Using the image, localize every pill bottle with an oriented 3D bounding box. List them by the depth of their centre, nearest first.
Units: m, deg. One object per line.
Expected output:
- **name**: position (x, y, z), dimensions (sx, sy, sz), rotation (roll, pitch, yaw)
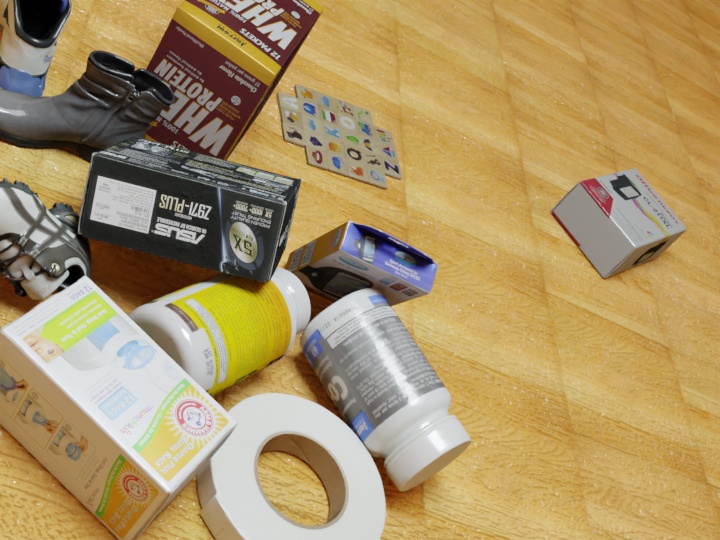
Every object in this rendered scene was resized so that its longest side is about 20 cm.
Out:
- **pill bottle**: position (-0.141, 0.061, 1.040), dimensions (0.109, 0.109, 0.199), rotation (50, 38, 12)
- **pill bottle**: position (0.028, 0.131, 1.112), dimensions (0.113, 0.114, 0.201), rotation (-12, 61, -46)

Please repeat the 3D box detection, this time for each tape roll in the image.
- **tape roll**: position (-0.067, 0.216, 1.010), dimensions (0.201, 0.037, 0.204), rotation (24, 40, -22)

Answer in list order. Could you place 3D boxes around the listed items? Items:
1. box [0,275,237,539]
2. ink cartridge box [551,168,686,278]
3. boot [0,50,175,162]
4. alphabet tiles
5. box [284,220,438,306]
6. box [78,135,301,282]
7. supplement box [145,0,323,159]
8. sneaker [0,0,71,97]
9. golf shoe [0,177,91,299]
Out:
- **box**: position (-0.228, 0.124, 0.908), dimensions (0.200, 0.101, 0.112), rotation (43, 38, 4)
- **ink cartridge box**: position (0.435, -0.084, 1.702), dimensions (0.199, 0.083, 0.146), rotation (-16, 63, -47)
- **boot**: position (-0.317, -0.194, 1.124), dimensions (0.198, 0.132, 0.070), rotation (12, 46, -32)
- **alphabet tiles**: position (-0.029, -0.196, 1.478), dimensions (0.198, 0.006, 0.168), rotation (16, 44, -30)
- **box**: position (0.000, 0.000, 1.157), dimensions (0.118, 0.200, 0.042), rotation (25, 72, -19)
- **box**: position (-0.172, -0.068, 1.066), dimensions (0.198, 0.087, 0.164), rotation (14, 14, -2)
- **supplement box**: position (-0.170, -0.251, 1.253), dimensions (0.132, 0.198, 0.201), rotation (33, 38, -8)
- **sneaker**: position (-0.379, -0.302, 1.192), dimensions (0.080, 0.115, 0.201), rotation (16, 42, -30)
- **golf shoe**: position (-0.318, -0.024, 0.959), dimensions (0.200, 0.077, 0.095), rotation (20, 47, -63)
